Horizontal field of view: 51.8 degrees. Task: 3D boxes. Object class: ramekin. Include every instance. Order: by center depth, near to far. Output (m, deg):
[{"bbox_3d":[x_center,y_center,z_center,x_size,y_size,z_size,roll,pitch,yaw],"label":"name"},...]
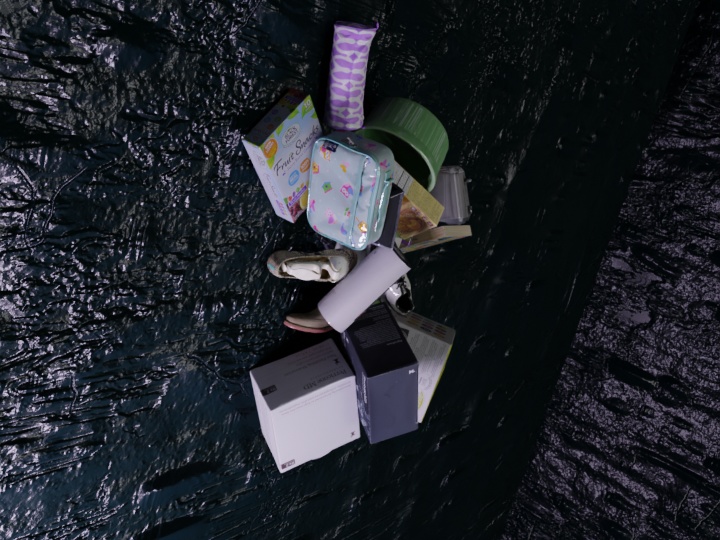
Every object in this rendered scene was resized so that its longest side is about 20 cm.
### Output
[{"bbox_3d":[0.085,-0.256,1.514,0.099,0.196,0.201,-58,148,-22],"label":"ramekin"}]

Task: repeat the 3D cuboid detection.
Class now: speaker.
[{"bbox_3d":[0.006,0.031,1.498,0.200,0.082,0.081,-43,149,10],"label":"speaker"}]

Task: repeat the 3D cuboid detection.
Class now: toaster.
[{"bbox_3d":[0.157,-0.172,1.695,0.113,0.195,0.133,-25,113,-70],"label":"toaster"}]

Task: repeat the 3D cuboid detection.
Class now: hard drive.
[{"bbox_3d":[-0.004,-0.135,1.453,0.042,0.199,0.138,-15,128,-41],"label":"hard drive"}]

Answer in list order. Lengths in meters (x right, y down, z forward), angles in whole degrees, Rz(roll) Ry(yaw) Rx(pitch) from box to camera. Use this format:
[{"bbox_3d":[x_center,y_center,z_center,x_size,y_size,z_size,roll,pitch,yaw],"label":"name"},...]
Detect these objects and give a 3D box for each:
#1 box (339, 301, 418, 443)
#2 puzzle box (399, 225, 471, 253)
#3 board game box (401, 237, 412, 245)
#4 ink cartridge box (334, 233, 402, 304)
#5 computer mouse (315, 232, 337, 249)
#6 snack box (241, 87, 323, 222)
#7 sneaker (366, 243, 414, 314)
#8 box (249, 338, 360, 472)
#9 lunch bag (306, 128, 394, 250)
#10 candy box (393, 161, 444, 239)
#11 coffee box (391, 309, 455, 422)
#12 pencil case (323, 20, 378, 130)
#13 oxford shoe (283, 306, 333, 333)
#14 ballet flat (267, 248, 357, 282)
[{"bbox_3d":[0.038,0.213,1.566,0.115,0.201,0.200,-14,129,-13],"label":"box"},{"bbox_3d":[0.146,-0.071,1.742,0.132,0.197,0.026,-7,84,-53],"label":"puzzle box"},{"bbox_3d":[0.087,-0.171,1.641,0.032,0.118,0.205,-19,130,-72],"label":"board game box"},{"bbox_3d":[0.000,0.000,1.594,0.143,0.048,0.204,7,109,-40],"label":"ink cartridge box"},{"bbox_3d":[-0.017,-0.127,1.587,0.202,0.043,0.110,-57,146,-13],"label":"computer mouse"},{"bbox_3d":[-0.125,-0.207,1.362,0.143,0.052,0.202,-51,147,-23],"label":"snack box"},{"bbox_3d":[0.072,0.006,1.571,0.073,0.080,0.203,-32,126,-18],"label":"sneaker"},{"bbox_3d":[-0.115,0.287,1.582,0.195,0.131,0.204,-20,131,-19],"label":"box"},{"bbox_3d":[-0.018,-0.149,1.363,0.076,0.158,0.204,-27,136,-46],"label":"lunch bag"},{"bbox_3d":[0.064,-0.157,1.526,0.199,0.115,0.056,39,58,-21],"label":"candy box"},{"bbox_3d":[0.107,0.217,1.805,0.200,0.194,0.204,-26,138,-78],"label":"coffee box"},{"bbox_3d":[-0.019,-0.360,1.384,0.083,0.084,0.204,0,118,-15],"label":"pencil case"},{"bbox_3d":[-0.077,0.089,1.606,0.196,0.070,0.077,-3,106,-37],"label":"oxford shoe"},{"bbox_3d":[-0.085,-0.004,1.467,0.195,0.075,0.070,0,113,-25],"label":"ballet flat"}]
